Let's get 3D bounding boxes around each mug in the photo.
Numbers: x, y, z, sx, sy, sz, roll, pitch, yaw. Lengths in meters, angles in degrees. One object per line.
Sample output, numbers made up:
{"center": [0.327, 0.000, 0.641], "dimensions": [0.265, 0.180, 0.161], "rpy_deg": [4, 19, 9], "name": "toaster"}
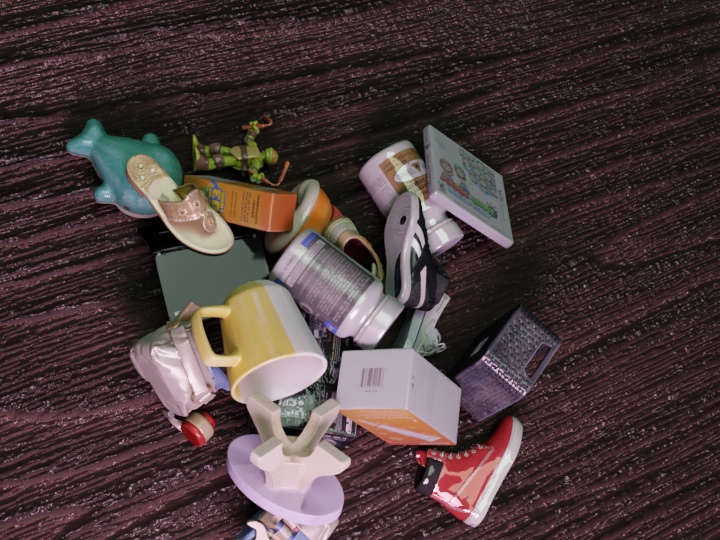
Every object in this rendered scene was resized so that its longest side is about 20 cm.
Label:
{"center": [-0.149, 0.093, 1.438], "dimensions": [0.149, 0.187, 0.153], "rpy_deg": [-25, 63, 7], "name": "mug"}

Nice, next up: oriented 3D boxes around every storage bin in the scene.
{"center": [0.230, 0.156, 1.603], "dimensions": [0.094, 0.200, 0.135], "rpy_deg": [40, 63, 1], "name": "storage bin"}

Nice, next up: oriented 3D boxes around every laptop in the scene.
{"center": [-0.254, -0.009, 1.576], "dimensions": [0.177, 0.200, 0.104], "rpy_deg": [-11, 114, -22], "name": "laptop"}

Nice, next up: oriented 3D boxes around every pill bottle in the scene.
{"center": [0.094, -0.121, 1.720], "dimensions": [0.114, 0.114, 0.200], "rpy_deg": [-28, 80, -25], "name": "pill bottle"}
{"center": [-0.036, 0.034, 1.523], "dimensions": [0.200, 0.114, 0.114], "rpy_deg": [37, 63, 5], "name": "pill bottle"}

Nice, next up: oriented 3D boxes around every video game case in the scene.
{"center": [0.194, -0.153, 1.744], "dimensions": [0.200, 0.024, 0.182], "rpy_deg": [30, 40, -30], "name": "video game case"}

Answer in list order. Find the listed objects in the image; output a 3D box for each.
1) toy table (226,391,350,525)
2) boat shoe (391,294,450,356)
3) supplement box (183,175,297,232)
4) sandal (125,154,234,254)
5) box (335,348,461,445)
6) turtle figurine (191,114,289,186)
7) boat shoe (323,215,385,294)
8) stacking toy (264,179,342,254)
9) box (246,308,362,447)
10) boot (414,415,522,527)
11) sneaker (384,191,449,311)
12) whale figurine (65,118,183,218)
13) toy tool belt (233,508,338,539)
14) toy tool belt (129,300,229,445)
{"center": [-0.104, 0.269, 1.400], "dimensions": [0.200, 0.117, 0.184], "rpy_deg": [24, 31, 16], "name": "toy table"}
{"center": [0.112, 0.117, 1.660], "dimensions": [0.086, 0.075, 0.202], "rpy_deg": [29, 54, -7], "name": "boat shoe"}
{"center": [-0.202, -0.111, 1.579], "dimensions": [0.069, 0.200, 0.067], "rpy_deg": [-5, 105, -54], "name": "supplement box"}
{"center": [-0.283, -0.110, 1.505], "dimensions": [0.212, 0.070, 0.078], "rpy_deg": [42, 64, 1], "name": "sandal"}
{"center": [0.063, 0.203, 1.518], "dimensions": [0.124, 0.200, 0.098], "rpy_deg": [-5, 64, 28], "name": "box"}
{"center": [-0.213, -0.206, 1.685], "dimensions": [0.161, 0.064, 0.200], "rpy_deg": [1, 47, -14], "name": "turtle figurine"}
{"center": [0.000, 0.000, 1.610], "dimensions": [0.074, 0.200, 0.066], "rpy_deg": [-36, 40, -3], "name": "boat shoe"}
{"center": [-0.051, -0.049, 1.653], "dimensions": [0.200, 0.146, 0.146], "rpy_deg": [33, 62, -20], "name": "stacking toy"}
{"center": [-0.088, 0.172, 1.560], "dimensions": [0.163, 0.086, 0.200], "rpy_deg": [10, 66, -13], "name": "box"}
{"center": [0.175, 0.303, 1.604], "dimensions": [0.144, 0.072, 0.200], "rpy_deg": [33, 67, -1], "name": "boot"}
{"center": [0.101, -0.027, 1.643], "dimensions": [0.112, 0.073, 0.200], "rpy_deg": [17, 71, -36], "name": "sneaker"}
{"center": [-0.387, -0.179, 1.594], "dimensions": [0.200, 0.104, 0.159], "rpy_deg": [38, 63, -3], "name": "whale figurine"}
{"center": [-0.135, 0.389, 1.432], "dimensions": [0.123, 0.125, 0.200], "rpy_deg": [51, 54, -9], "name": "toy tool belt"}
{"center": [-0.249, 0.155, 1.462], "dimensions": [0.123, 0.125, 0.200], "rpy_deg": [-42, 121, -31], "name": "toy tool belt"}
